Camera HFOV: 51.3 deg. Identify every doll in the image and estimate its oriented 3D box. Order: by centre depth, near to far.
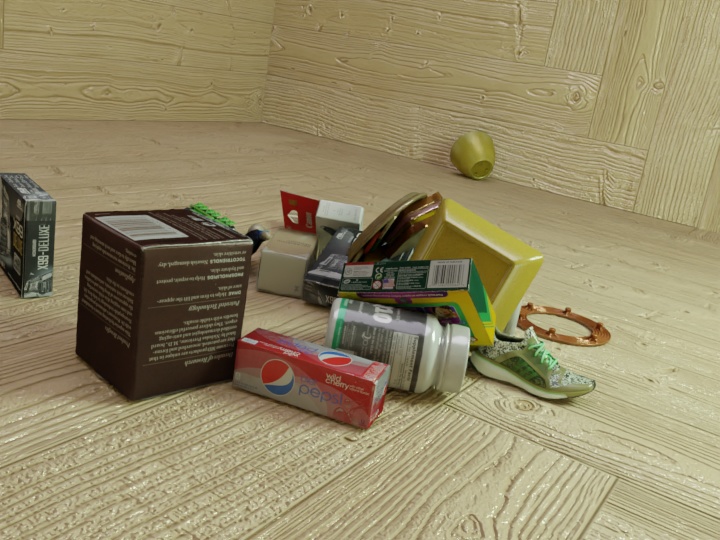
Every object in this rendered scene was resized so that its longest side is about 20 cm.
[{"bbox_3d":[-0.231,-0.043,1.460,0.136,0.049,0.200,-28,11,25],"label":"doll"}]

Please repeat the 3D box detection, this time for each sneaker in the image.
[{"bbox_3d":[0.264,0.135,1.150,0.198,0.090,0.077,16,17,21],"label":"sneaker"}]

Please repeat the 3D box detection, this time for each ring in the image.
[{"bbox_3d":[0.390,0.100,1.466,0.198,0.019,0.201,9,17,-3],"label":"ring"}]

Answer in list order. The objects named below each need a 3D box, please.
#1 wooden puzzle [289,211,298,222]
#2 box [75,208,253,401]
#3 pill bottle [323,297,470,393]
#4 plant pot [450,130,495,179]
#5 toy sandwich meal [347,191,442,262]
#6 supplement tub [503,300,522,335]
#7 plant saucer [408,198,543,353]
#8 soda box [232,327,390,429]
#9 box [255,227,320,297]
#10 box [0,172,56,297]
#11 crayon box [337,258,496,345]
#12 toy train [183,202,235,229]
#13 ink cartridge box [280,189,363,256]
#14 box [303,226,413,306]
[{"bbox_3d":[-0.085,-0.089,1.821,0.183,0.038,0.200,5,21,-15],"label":"wooden puzzle"},{"bbox_3d":[-0.262,0.036,0.989,0.163,0.202,0.165,-7,23,-45],"label":"box"},{"bbox_3d":[0.050,0.111,1.068,0.197,0.114,0.113,10,16,2],"label":"pill bottle"},{"bbox_3d":[0.501,-0.476,3.227,0.198,0.201,0.143,3,42,-20],"label":"plant pot"},{"bbox_3d":[0.063,-0.059,1.309,0.070,0.205,0.205,49,25,7],"label":"toy sandwich meal"},{"bbox_3d":[0.184,0.040,1.333,0.198,0.142,0.140,12,16,8],"label":"supplement tub"},{"bbox_3d":[0.165,0.012,1.227,0.199,0.201,0.048,32,11,18],"label":"plant saucer"},{"bbox_3d":[-0.066,0.139,0.983,0.198,0.071,0.063,14,16,17],"label":"soda box"},{"bbox_3d":[-0.138,-0.019,1.463,0.094,0.079,0.200,10,16,0],"label":"box"},{"bbox_3d":[-0.556,-0.063,1.237,0.049,0.160,0.199,-3,21,-37],"label":"box"},{"bbox_3d":[0.089,0.052,1.130,0.198,0.059,0.173,-1,-31,22],"label":"crayon box"},{"bbox_3d":[-0.354,-0.115,1.744,0.056,0.042,0.199,-16,28,-35],"label":"toy train"},{"bbox_3d":[-0.084,-0.086,1.577,0.174,0.045,0.200,11,-24,3],"label":"ink cartridge box"},{"bbox_3d":[0.000,0.000,1.401,0.156,0.050,0.200,13,36,14],"label":"box"}]
